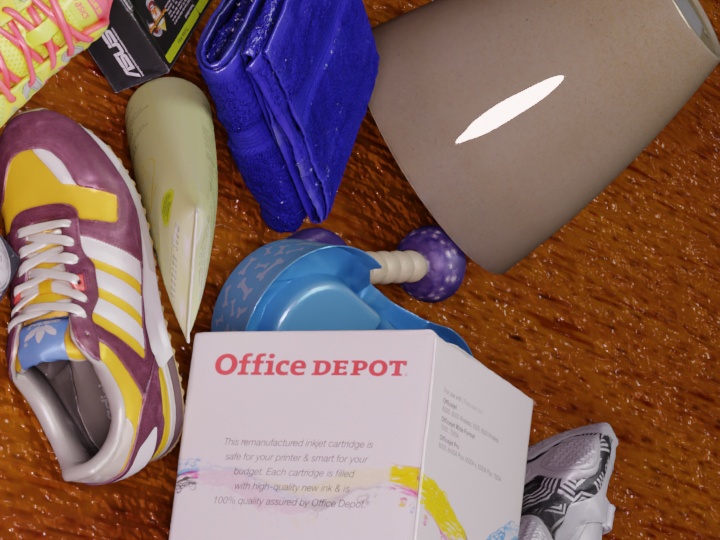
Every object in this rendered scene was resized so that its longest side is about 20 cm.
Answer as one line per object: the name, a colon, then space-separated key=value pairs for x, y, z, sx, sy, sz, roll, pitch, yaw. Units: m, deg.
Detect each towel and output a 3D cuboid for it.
towel: x=-0.033 y=-0.125 z=1.682 sx=0.200 sy=0.049 sz=0.148 roll=71 pitch=40 yaw=-60

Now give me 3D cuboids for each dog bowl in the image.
dog bowl: x=-0.012 y=0.054 z=1.680 sx=0.112 sy=0.050 sz=0.200 roll=-55 pitch=133 yaw=-7

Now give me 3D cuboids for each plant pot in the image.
plant pot: x=0.130 y=-0.126 z=1.871 sx=0.187 sy=0.200 sz=0.187 roll=52 pitch=19 yaw=-25

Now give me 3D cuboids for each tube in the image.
tube: x=-0.100 y=-0.044 z=1.555 sx=0.058 sy=0.052 sz=0.200 roll=49 pitch=13 yaw=-28

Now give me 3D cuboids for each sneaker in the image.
sneaker: x=-0.151 y=0.013 z=1.485 sx=0.090 sy=0.075 sz=0.200 roll=-22 pitch=93 yaw=-67
sneaker: x=-0.179 y=-0.130 z=1.491 sx=0.078 sy=0.090 sz=0.200 roll=54 pitch=44 yaw=-30
sneaker: x=0.134 y=0.191 z=1.879 sx=0.115 sy=0.075 sz=0.200 roll=62 pitch=36 yaw=-18

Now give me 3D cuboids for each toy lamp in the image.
toy lamp: x=0.000 y=0.000 z=1.771 sx=0.200 sy=0.058 sz=0.058 roll=-4 pitch=78 yaw=-59

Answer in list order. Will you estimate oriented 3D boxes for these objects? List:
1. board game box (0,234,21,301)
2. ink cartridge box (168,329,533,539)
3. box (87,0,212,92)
board game box: x=-0.253 y=-0.031 z=1.376 sx=0.200 sy=0.035 sz=0.136 roll=55 pitch=33 yaw=-28
ink cartridge box: x=-0.006 y=0.144 z=1.527 sx=0.145 sy=0.147 sz=0.200 roll=34 pitch=60 yaw=-60
box: x=-0.146 y=-0.236 z=1.666 sx=0.193 sy=0.047 sz=0.200 roll=59 pitch=31 yaw=-26
